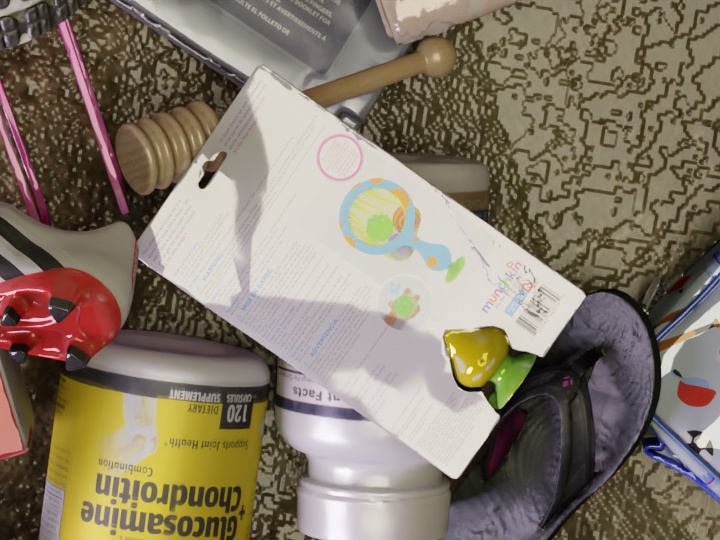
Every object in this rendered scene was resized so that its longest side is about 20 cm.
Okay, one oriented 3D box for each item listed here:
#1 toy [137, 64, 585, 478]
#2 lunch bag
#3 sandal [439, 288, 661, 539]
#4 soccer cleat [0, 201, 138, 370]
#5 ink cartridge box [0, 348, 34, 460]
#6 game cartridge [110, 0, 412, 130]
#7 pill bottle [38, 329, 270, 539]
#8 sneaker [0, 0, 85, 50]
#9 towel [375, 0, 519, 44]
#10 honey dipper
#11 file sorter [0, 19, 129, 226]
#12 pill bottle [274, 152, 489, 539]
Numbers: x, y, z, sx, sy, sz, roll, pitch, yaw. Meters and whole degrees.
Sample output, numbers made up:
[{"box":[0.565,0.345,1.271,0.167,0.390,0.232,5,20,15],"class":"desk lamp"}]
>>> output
[{"box":[0.000,0.000,1.492,0.200,0.047,0.115,35,96,0],"class":"toy"},{"box":[0.239,0.068,1.617,0.200,0.076,0.160,43,96,-7],"class":"lunch bag"},{"box":[0.096,0.102,1.586,0.075,0.048,0.201,36,110,18],"class":"sandal"},{"box":[-0.203,0.000,1.445,0.199,0.085,0.069,4,130,15],"class":"soccer cleat"},{"box":[-0.276,0.076,1.534,0.199,0.147,0.083,-17,96,-4],"class":"ink cartridge box"},{"box":[-0.057,-0.172,1.575,0.199,0.041,0.134,34,85,-8],"class":"game cartridge"},{"box":[-0.114,0.137,1.572,0.111,0.112,0.201,7,95,-6],"class":"pill bottle"},{"box":[-0.223,-0.150,1.449,0.199,0.089,0.077,-7,115,6],"class":"sneaker"},{"box":[0.077,-0.239,1.549,0.199,0.032,0.192,-20,87,2],"class":"towel"},{"box":[-0.032,-0.086,1.523,0.199,0.038,0.038,-22,98,-28],"class":"honey dipper"},{"box":[-0.227,-0.061,1.531,0.199,0.139,0.126,-18,100,-3],"class":"file sorter"},{"box":[0.011,0.039,1.574,0.110,0.111,0.201,2,96,-5],"class":"pill bottle"}]
